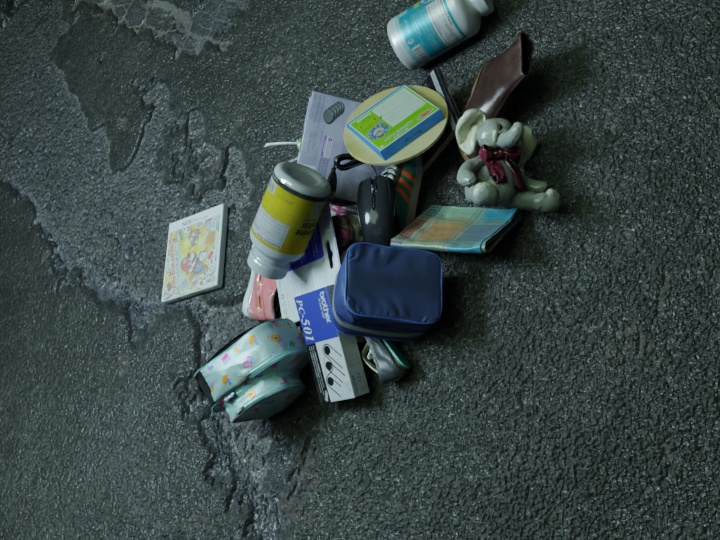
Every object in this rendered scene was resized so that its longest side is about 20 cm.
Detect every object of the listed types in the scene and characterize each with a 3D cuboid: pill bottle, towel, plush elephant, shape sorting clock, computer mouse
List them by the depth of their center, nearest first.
[{"bbox_3d":[0.236,-0.188,1.410,0.200,0.162,0.158,-152,68,-71],"label":"plush elephant"},{"bbox_3d":[0.166,-0.074,1.457,0.198,0.022,0.146,6,34,39],"label":"towel"},{"bbox_3d":[0.001,-0.128,1.515,0.138,0.046,0.204,-2,81,15],"label":"computer mouse"},{"bbox_3d":[0.064,-0.265,1.529,0.197,0.039,0.202,-13,45,14],"label":"shape sorting clock"},{"bbox_3d":[-0.138,-0.088,1.544,0.112,0.111,0.202,48,123,40],"label":"pill bottle"},{"bbox_3d":[0.158,-0.486,1.638,0.198,0.110,0.112,-25,57,27],"label":"pill bottle"}]

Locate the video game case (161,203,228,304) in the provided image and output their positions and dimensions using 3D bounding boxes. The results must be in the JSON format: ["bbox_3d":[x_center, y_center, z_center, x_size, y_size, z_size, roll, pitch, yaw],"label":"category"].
[{"bbox_3d":[-0.380,-0.037,1.925,0.180,0.023,0.203,-16,62,33],"label":"video game case"}]

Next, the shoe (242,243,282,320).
[{"bbox_3d":[-0.177,0.006,1.719,0.090,0.071,0.203,5,79,37],"label":"shoe"}]

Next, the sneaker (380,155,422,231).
[{"bbox_3d":[0.062,-0.157,1.562,0.071,0.079,0.204,0,84,53],"label":"sneaker"}]

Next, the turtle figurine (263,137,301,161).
[{"bbox_3d":[-0.079,-0.264,1.709,0.194,0.144,0.200,-47,53,5],"label":"turtle figurine"}]

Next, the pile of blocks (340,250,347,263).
[{"bbox_3d":[0.000,0.000,1.591,0.198,0.062,0.084,-4,81,45],"label":"pile of blocks"}]

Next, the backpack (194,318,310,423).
[{"bbox_3d":[-0.185,0.187,1.578,0.200,0.175,0.154,-45,67,14],"label":"backpack"}]

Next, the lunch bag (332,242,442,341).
[{"bbox_3d":[0.051,0.043,1.452,0.132,0.197,0.138,123,154,-66],"label":"lunch bag"}]

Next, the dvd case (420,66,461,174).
[{"bbox_3d":[0.114,-0.263,1.594,0.200,0.016,0.150,-50,45,40],"label":"dvd case"}]

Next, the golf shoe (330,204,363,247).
[{"bbox_3d":[-0.039,-0.091,1.657,0.200,0.091,0.074,32,126,57],"label":"golf shoe"}]

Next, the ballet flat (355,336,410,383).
[{"bbox_3d":[0.020,0.121,1.515,0.073,0.073,0.201,-41,53,16],"label":"ballet flat"}]

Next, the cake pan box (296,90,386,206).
[{"bbox_3d":[-0.027,-0.226,1.618,0.181,0.052,0.203,11,91,-3],"label":"cake pan box"}]

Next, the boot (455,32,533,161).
[{"bbox_3d":[0.238,-0.301,1.480,0.166,0.071,0.203,138,146,-59],"label":"boot"}]

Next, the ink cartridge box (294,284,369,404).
[{"bbox_3d":[-0.053,0.133,1.518,0.093,0.044,0.203,-19,85,44],"label":"ink cartridge box"}]

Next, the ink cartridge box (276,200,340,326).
[{"bbox_3d":[-0.092,-0.009,1.607,0.199,0.043,0.201,-21,75,46],"label":"ink cartridge box"}]
